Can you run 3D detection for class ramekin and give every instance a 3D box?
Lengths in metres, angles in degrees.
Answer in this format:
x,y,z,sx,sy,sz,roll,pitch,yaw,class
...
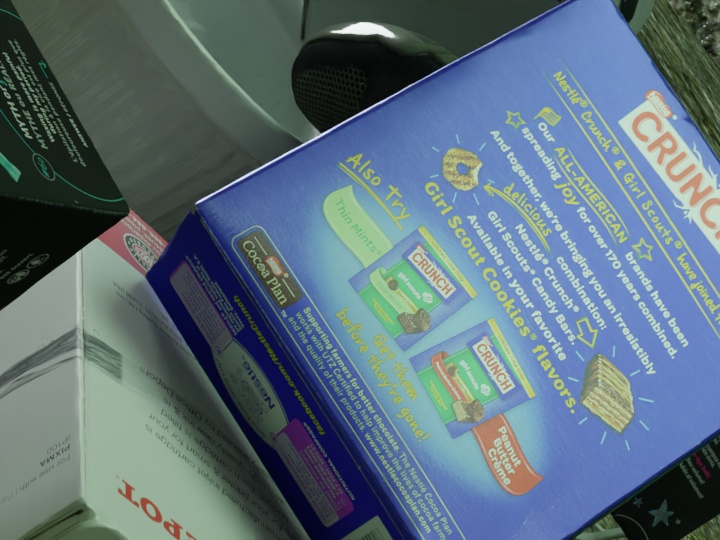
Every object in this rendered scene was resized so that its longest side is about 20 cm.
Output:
x,y,z,sx,sy,sz,roll,pitch,yaw,class
-0.101,-0.105,1.088,0.200,0.105,0.200,48,18,-22,ramekin

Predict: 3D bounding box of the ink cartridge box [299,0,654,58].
x,y,z,sx,sy,sz,roll,pitch,yaw,class
0.069,-0.159,1.164,0.145,0.083,0.200,16,24,12,ink cartridge box

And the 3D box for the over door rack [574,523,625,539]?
x,y,z,sx,sy,sz,roll,pitch,yaw,class
0.160,0.180,1.274,0.200,0.067,0.148,56,15,-14,over door rack

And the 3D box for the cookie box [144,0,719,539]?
x,y,z,sx,sy,sz,roll,pitch,yaw,class
0.051,0.015,0.847,0.200,0.075,0.171,-30,83,-28,cookie box

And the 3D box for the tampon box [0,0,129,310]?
x,y,z,sx,sy,sz,roll,pitch,yaw,class
-0.198,-0.050,0.695,0.150,0.126,0.200,60,19,17,tampon box

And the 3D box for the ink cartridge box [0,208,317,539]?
x,y,z,sx,sy,sz,roll,pitch,yaw,class
-0.082,0.080,0.832,0.147,0.083,0.200,45,20,-30,ink cartridge box

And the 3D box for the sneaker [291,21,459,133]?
x,y,z,sx,sy,sz,roll,pitch,yaw,class
0.016,-0.031,0.971,0.199,0.114,0.076,42,-29,31,sneaker

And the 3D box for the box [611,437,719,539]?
x,y,z,sx,sy,sz,roll,pitch,yaw,class
0.127,0.018,1.149,0.200,0.115,0.132,58,2,-16,box

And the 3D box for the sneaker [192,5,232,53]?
x,y,z,sx,sy,sz,roll,pitch,yaw,class
-0.063,-0.124,1.274,0.083,0.072,0.200,36,-4,26,sneaker
